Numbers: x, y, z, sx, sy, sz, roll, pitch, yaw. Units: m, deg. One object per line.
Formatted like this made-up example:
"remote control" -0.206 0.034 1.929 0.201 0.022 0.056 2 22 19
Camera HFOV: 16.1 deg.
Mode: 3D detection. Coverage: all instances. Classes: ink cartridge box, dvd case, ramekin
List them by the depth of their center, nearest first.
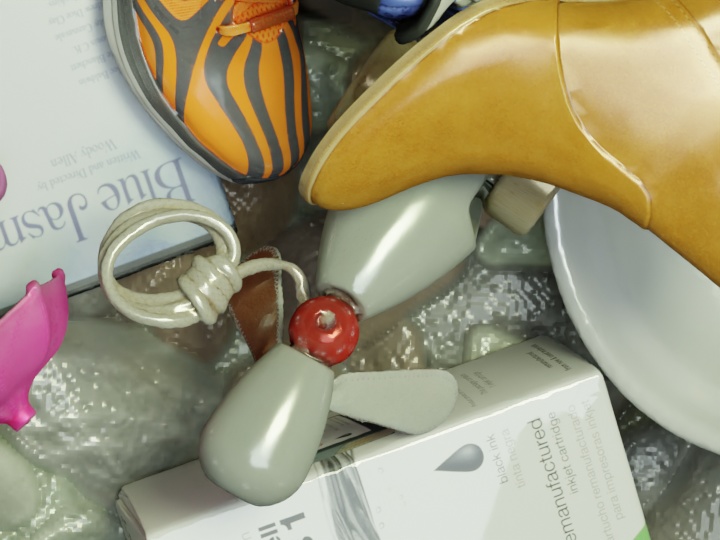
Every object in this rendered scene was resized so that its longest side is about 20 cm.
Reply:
"ramekin" 0.181 -0.029 1.011 0.098 0.200 0.201 -11 105 -54
"dvd case" -0.147 -0.083 1.024 0.143 0.018 0.200 -21 103 -9
"ink cartridge box" 0.016 0.131 1.061 0.200 0.084 0.146 -20 103 -9

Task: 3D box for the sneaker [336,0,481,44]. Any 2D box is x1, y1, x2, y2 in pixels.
"sneaker" 0.021 -0.130 0.957 0.081 0.199 0.115 37 72 13

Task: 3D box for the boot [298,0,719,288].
"boot" 0.093 -0.040 0.925 0.201 0.071 0.144 -36 78 -1

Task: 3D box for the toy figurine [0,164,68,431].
"toy figurine" -0.202 -0.005 0.973 0.184 0.150 0.200 10 77 -19

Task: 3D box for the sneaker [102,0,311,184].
"sneaker" -0.048 -0.129 0.982 0.078 0.112 0.200 -29 107 -34

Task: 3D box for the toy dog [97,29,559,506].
"toy dog" 0.000 0.000 1.006 0.200 0.096 0.132 -36 81 -11
